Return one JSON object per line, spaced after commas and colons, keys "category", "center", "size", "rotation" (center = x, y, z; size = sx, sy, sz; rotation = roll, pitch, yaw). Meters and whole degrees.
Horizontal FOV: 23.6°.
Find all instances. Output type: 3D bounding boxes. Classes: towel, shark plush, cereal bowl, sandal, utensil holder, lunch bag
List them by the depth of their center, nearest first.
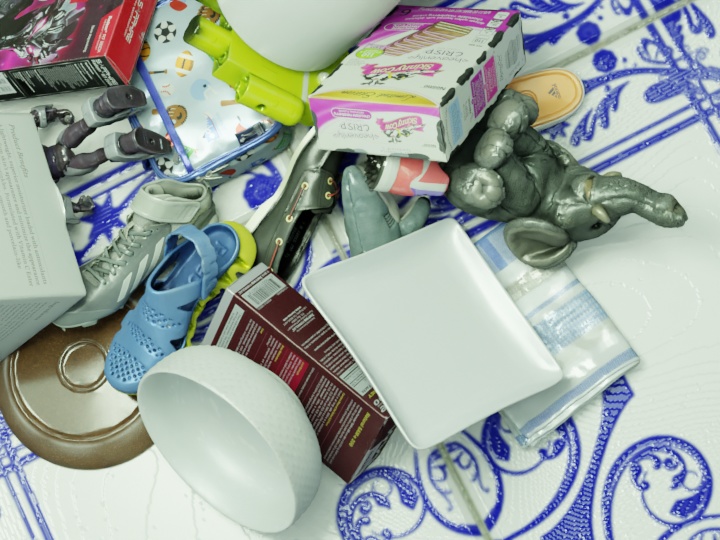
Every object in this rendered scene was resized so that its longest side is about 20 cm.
{"category": "cereal bowl", "center": [-0.112, 0.147, 1.620], "size": [0.200, 0.200, 0.083], "rotation": [38, 57, 12]}
{"category": "utensil holder", "center": [-0.025, -0.307, 1.641], "size": [0.170, 0.200, 0.170], "rotation": [22, 49, -27]}
{"category": "sandal", "center": [-0.186, 0.028, 1.656], "size": [0.079, 0.087, 0.200], "rotation": [31, 87, 24]}
{"category": "shark plush", "center": [0.000, 0.000, 1.688], "size": [0.091, 0.083, 0.200], "rotation": [11, 91, 25]}
{"category": "towel", "center": [0.161, 0.056, 1.690], "size": [0.147, 0.024, 0.200], "rotation": [-36, 76, -4]}
{"category": "sandal", "center": [0.124, -0.161, 1.723], "size": [0.207, 0.059, 0.079], "rotation": [-23, 76, 1]}
{"category": "lunch bag", "center": [-0.169, -0.179, 1.749], "size": [0.160, 0.076, 0.200], "rotation": [-26, 75, 2]}

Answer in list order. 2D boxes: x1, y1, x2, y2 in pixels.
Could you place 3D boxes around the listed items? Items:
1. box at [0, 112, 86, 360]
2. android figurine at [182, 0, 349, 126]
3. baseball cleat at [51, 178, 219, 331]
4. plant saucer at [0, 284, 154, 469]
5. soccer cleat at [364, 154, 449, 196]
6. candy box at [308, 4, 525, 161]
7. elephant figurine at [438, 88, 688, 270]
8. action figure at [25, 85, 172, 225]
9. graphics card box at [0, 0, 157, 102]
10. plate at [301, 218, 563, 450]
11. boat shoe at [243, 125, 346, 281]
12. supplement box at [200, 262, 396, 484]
{"category": "box", "center": [-0.388, -0.023, 1.654], "size": [0.200, 0.131, 0.199], "rotation": [-34, 68, 41]}
{"category": "android figurine", "center": [-0.080, -0.219, 1.711], "size": [0.200, 0.041, 0.182], "rotation": [26, 47, -24]}
{"category": "baseball cleat", "center": [-0.229, -0.026, 1.684], "size": [0.200, 0.106, 0.070], "rotation": [-36, 54, -26]}
{"category": "plant saucer", "center": [-0.272, 0.097, 1.717], "size": [0.200, 0.034, 0.200], "rotation": [-1, 78, 4]}
{"category": "soccer cleat", "center": [0.042, -0.130, 1.683], "size": [0.073, 0.200, 0.068], "rotation": [15, 119, -11]}
{"category": "candy box", "center": [0.057, -0.181, 1.624], "size": [0.136, 0.061, 0.200], "rotation": [7, 37, 26]}
{"category": "elephant figurine", "center": [0.183, -0.069, 1.659], "size": [0.200, 0.155, 0.142], "rotation": [31, 101, -17]}
{"category": "action figure", "center": [-0.290, -0.115, 1.727], "size": [0.200, 0.069, 0.130], "rotation": [-20, 86, 32]}
{"category": "graphics card box", "center": [-0.311, -0.236, 1.737], "size": [0.200, 0.051, 0.126], "rotation": [-4, 54, 26]}
{"category": "plate", "center": [0.066, 0.061, 1.631], "size": [0.200, 0.032, 0.200], "rotation": [-22, 69, -36]}
{"category": "boat shoe", "center": [-0.048, -0.078, 1.702], "size": [0.063, 0.074, 0.201], "rotation": [36, 99, 17]}
{"category": "supplement box", "center": [-0.053, 0.098, 1.653], "size": [0.200, 0.109, 0.061], "rotation": [40, 44, 12]}
